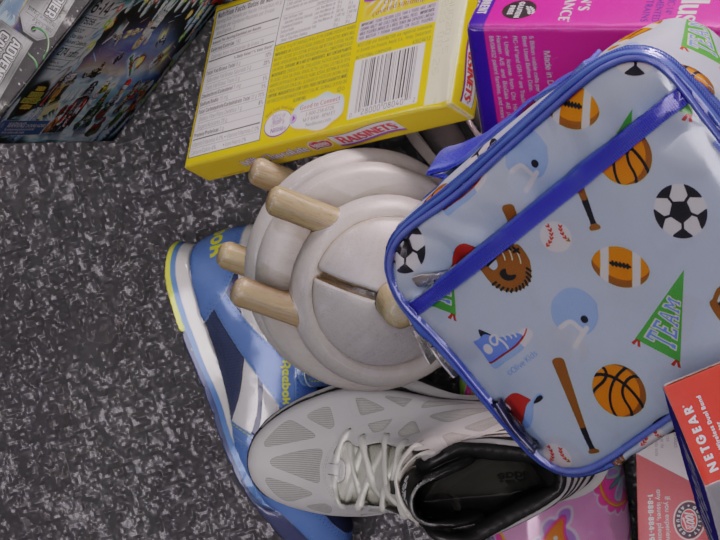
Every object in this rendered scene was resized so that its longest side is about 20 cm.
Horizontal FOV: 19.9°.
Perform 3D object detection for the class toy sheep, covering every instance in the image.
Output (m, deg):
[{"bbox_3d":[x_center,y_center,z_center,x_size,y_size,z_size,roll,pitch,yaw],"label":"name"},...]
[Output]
[{"bbox_3d":[0.000,0.000,1.060,0.136,0.200,0.139,-2,106,-6],"label":"toy sheep"}]

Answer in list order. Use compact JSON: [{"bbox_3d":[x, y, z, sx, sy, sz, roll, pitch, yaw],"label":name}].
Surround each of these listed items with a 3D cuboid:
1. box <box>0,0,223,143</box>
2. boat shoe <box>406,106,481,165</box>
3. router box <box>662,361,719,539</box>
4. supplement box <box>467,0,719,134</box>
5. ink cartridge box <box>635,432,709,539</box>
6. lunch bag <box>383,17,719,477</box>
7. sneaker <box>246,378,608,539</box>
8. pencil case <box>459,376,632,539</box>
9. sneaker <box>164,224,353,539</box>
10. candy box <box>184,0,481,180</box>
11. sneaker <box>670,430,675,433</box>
[{"bbox_3d":[-0.137,-0.131,1.098,0.040,0.200,0.137,41,102,7],"label":"box"},{"bbox_3d":[0.097,-0.042,1.094,0.200,0.067,0.057,48,124,26],"label":"boat shoe"},{"bbox_3d":[0.234,0.070,0.916,0.178,0.200,0.049,-22,65,4],"label":"router box"},{"bbox_3d":[0.164,-0.104,1.018,0.198,0.102,0.104,4,129,18],"label":"supplement box"},{"bbox_3d":[0.243,0.100,1.051,0.198,0.068,0.118,-4,68,14],"label":"ink cartridge box"},{"bbox_3d":[0.108,-0.008,0.916,0.161,0.076,0.200,50,125,-2],"label":"lunch bag"},{"bbox_3d":[0.019,0.096,1.046,0.199,0.115,0.076,-4,93,21],"label":"sneaker"},{"bbox_3d":[0.099,0.099,1.124,0.087,0.087,0.202,-11,91,13],"label":"pencil case"},{"bbox_3d":[-0.040,0.066,1.156,0.082,0.074,0.202,-22,90,11],"label":"sneaker"},{"bbox_3d":[-0.013,-0.112,1.094,0.199,0.026,0.103,-9,61,43],"label":"candy box"},{"bbox_3d":[0.159,0.001,0.976,0.079,0.074,0.201,16,130,23],"label":"sneaker"}]
